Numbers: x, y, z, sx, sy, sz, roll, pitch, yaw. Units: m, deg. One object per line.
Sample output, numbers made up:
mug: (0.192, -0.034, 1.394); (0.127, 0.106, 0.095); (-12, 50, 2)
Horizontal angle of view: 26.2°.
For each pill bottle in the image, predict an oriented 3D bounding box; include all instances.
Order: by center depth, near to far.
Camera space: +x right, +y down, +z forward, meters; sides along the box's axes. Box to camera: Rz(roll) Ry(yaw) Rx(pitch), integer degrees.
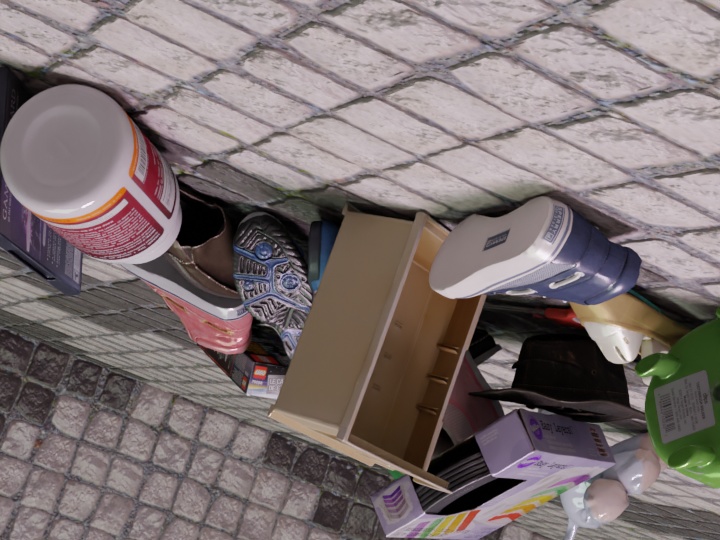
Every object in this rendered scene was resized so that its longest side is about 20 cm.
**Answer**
pill bottle: (-0.221, -0.072, 1.326); (0.112, 0.114, 0.200); (16, 167, 14)

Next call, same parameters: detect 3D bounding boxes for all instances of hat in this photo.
hat: (0.207, 0.100, 1.504); (0.199, 0.081, 0.201); (8, 171, 1)

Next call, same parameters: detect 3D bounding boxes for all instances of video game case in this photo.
video game case: (-0.281, -0.073, 1.354); (0.019, 0.144, 0.200); (-2, 164, 10)

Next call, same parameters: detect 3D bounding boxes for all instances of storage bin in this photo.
storage bin: (0.038, 0.073, 1.367); (0.093, 0.201, 0.198); (11, 166, 38)

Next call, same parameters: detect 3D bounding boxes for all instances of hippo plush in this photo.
hippo plush: (0.280, 0.229, 1.944); (0.161, 0.159, 0.200); (47, 155, 9)

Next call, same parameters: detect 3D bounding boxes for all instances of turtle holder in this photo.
turtle holder: (0.328, 0.100, 1.260); (0.131, 0.186, 0.141); (30, -164, -42)

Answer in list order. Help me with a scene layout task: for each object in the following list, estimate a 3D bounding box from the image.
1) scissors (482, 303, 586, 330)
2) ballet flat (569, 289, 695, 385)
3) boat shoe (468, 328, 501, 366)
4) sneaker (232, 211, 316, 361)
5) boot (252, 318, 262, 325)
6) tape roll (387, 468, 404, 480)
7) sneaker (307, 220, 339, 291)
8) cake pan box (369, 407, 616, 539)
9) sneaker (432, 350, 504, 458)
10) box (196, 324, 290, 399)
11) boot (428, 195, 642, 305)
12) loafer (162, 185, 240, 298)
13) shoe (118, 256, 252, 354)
scissors: (0.176, 0.039, 1.467); (0.199, 0.014, 0.073); (13, 169, 31)
ballet flat: (0.246, 0.062, 1.331); (0.199, 0.063, 0.069); (25, 166, -26)
boat shoe: (0.084, 0.082, 1.662); (0.200, 0.075, 0.061); (-21, 95, 63)
sneaker: (-0.071, 0.020, 1.530); (0.075, 0.077, 0.201); (-18, 125, 10)
boot: (-0.110, 0.008, 1.671); (0.199, 0.070, 0.174); (11, 161, 15)
tape roll: (0.039, 0.145, 1.693); (0.201, 0.048, 0.201); (58, 164, 28)
sneaker: (0.000, 0.000, 1.454); (0.078, 0.066, 0.200); (2, 164, 13)
cake pan box: (0.131, 0.203, 1.520); (0.184, 0.053, 0.200); (-35, 154, 21)
sneaker: (0.059, 0.106, 1.544); (0.075, 0.105, 0.201); (-33, 93, 42)
box: (-0.089, 0.102, 1.720); (0.136, 0.040, 0.200); (10, -171, -24)
boot: (0.130, 0.000, 1.205); (0.090, 0.073, 0.200); (29, 165, -17)
loafer: (-0.152, -0.028, 1.506); (0.200, 0.073, 0.071); (31, 163, -38)
shoe: (-0.196, 0.014, 1.637); (0.199, 0.072, 0.091); (30, 146, 20)
